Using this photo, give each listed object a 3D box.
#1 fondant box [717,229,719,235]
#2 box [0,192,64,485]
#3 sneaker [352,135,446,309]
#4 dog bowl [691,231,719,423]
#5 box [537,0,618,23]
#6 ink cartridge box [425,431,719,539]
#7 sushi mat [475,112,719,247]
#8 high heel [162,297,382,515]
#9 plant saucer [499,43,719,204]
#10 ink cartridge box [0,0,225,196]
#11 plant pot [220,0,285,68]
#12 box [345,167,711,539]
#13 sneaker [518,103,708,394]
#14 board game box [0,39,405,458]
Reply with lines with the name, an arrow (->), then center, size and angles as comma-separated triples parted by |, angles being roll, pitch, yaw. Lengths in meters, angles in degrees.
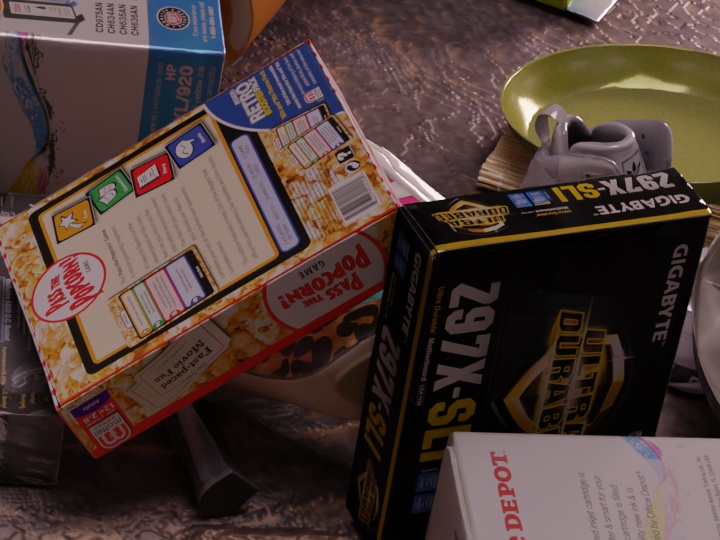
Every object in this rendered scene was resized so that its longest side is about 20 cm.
fondant box -> 0.319, -0.013, 1.750 | 0.144, 0.058, 0.200 | 35, 43, 22
box -> -0.238, 0.029, 1.566 | 0.157, 0.050, 0.201 | 4, 36, -10
sneaker -> 0.000, 0.000, 1.618 | 0.199, 0.084, 0.121 | 31, 33, -7
dog bowl -> 0.274, 0.033, 1.608 | 0.199, 0.059, 0.202 | 2, 73, -6
box -> 0.100, -0.247, 2.037 | 0.199, 0.048, 0.122 | 22, 37, 17
ink cartridge box -> 0.140, 0.160, 1.445 | 0.199, 0.085, 0.145 | 3, 42, -12
sushi mat -> 0.179, -0.050, 1.815 | 0.199, 0.012, 0.096 | 18, 35, 10
high heel -> -0.029, 0.024, 1.544 | 0.199, 0.071, 0.143 | -33, 47, 5
plant saucer -> 0.184, -0.087, 1.813 | 0.198, 0.031, 0.200 | 3, 29, -2
ink cartridge box -> -0.189, -0.114, 1.693 | 0.199, 0.145, 0.148 | 4, 36, -10
plant pot -> -0.104, -0.225, 1.838 | 0.199, 0.201, 0.184 | 13, 45, 4
box -> 0.084, 0.049, 1.491 | 0.159, 0.201, 0.049 | -7, 38, -23
sneaker -> 0.166, -0.013, 1.672 | 0.199, 0.115, 0.075 | 31, 40, 26
board game box -> -0.081, -0.014, 1.499 | 0.199, 0.046, 0.152 | -30, 43, 3
